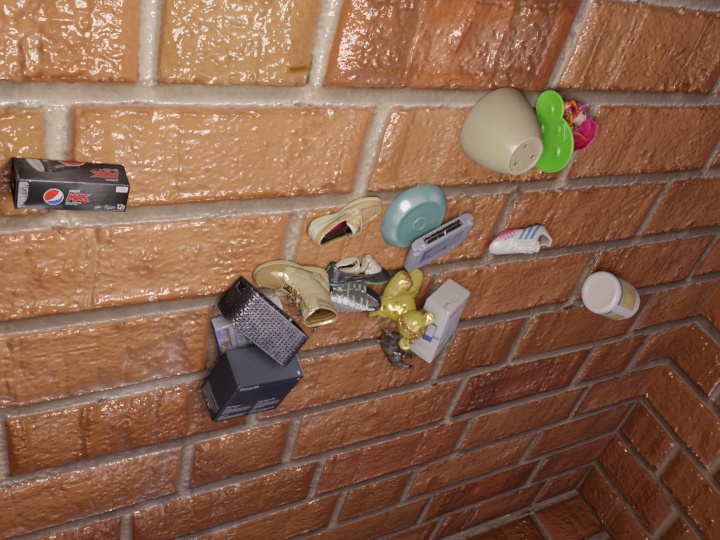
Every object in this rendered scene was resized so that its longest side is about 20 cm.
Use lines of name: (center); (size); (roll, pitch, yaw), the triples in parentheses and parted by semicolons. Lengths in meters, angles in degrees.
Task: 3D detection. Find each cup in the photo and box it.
cup: (0.359, -0.315, 1.714); (0.196, 0.144, 0.203); (-19, 138, -18)

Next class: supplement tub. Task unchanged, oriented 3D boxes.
supplement tub: (0.881, 0.092, 2.490); (0.198, 0.146, 0.146); (17, 120, -44)

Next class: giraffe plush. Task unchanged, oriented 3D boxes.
giraffe plush: (0.127, 0.112, 1.923); (0.198, 0.162, 0.174); (-28, 155, -36)

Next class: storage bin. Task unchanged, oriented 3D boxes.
storage bin: (-0.231, 0.121, 1.686); (0.094, 0.135, 0.200); (-48, 117, -4)

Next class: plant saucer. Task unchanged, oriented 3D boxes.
plant saucer: (0.147, -0.129, 1.836); (0.196, 0.036, 0.203); (-20, 139, -18)

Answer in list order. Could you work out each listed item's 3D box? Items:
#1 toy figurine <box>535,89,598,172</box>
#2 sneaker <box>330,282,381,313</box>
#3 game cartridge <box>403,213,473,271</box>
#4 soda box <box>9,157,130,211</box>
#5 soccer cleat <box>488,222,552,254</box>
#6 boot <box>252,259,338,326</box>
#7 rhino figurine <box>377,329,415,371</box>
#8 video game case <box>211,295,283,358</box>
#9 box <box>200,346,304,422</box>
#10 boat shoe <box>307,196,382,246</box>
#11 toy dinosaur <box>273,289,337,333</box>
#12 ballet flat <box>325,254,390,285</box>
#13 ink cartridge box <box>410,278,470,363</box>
toy figurine: (0.533, -0.372, 1.824); (0.182, 0.149, 0.205); (-21, 116, -36)
sneaker: (-0.049, 0.089, 1.869); (0.195, 0.076, 0.116); (14, 139, -9)
game cartridge: (0.206, -0.072, 1.894); (0.197, 0.041, 0.134); (-28, 157, -21)
soda box: (-0.530, -0.155, 1.301); (0.196, 0.071, 0.064); (-1, 132, -34)
soccer cleat: (0.471, -0.081, 2.072); (0.196, 0.087, 0.071); (-18, 139, -19)
boot: (-0.155, 0.058, 1.704); (0.196, 0.157, 0.074); (9, 130, -26)
rhino figurine: (0.101, 0.233, 2.135); (0.061, 0.086, 0.201); (-65, 148, -26)
video game case: (-0.280, 0.173, 1.828); (0.178, 0.046, 0.203); (-21, 139, -18)
box: (-0.275, 0.281, 1.804); (0.197, 0.106, 0.183); (-4, 147, -41)
boat shoe: (-0.028, -0.111, 1.705); (0.197, 0.067, 0.075); (-26, 141, -11)
toy dinosaur: (-0.130, 0.103, 1.785); (0.198, 0.089, 0.047); (36, 115, -22)
ballet flat: (0.000, 0.000, 1.840); (0.196, 0.068, 0.070); (-5, 124, -32)
ink cartridge box: (0.233, 0.147, 2.094); (0.145, 0.087, 0.203); (-37, 154, -46)
